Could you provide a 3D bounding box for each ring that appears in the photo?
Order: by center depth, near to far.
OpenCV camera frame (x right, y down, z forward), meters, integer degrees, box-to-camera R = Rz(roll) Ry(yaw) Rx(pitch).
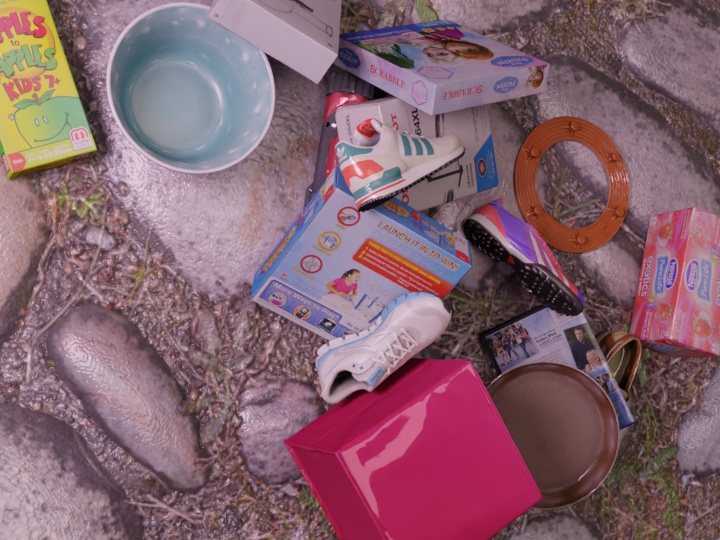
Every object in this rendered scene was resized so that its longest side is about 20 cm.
[{"bbox_3d":[0.312,-0.126,1.533,0.199,0.019,0.202,3,83,-23],"label":"ring"}]

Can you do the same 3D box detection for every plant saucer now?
[{"bbox_3d":[0.246,0.220,1.424,0.199,0.032,0.202,0,93,4],"label":"plant saucer"}]

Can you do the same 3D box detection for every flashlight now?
[{"bbox_3d":[-0.023,-0.153,1.363,0.068,0.068,0.201,12,79,-25],"label":"flashlight"}]

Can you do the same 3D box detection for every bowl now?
[{"bbox_3d":[-0.213,-0.206,1.263,0.200,0.105,0.202,3,83,-24],"label":"bowl"}]

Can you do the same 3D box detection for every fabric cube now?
[{"bbox_3d":[0.059,0.242,1.288,0.199,0.200,0.197,-33,99,-21],"label":"fabric cube"}]

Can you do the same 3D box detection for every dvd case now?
[{"bbox_3d":[0.268,0.147,1.444,0.142,0.018,0.201,-26,91,5],"label":"dvd case"}]

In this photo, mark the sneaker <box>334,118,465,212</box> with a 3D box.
[{"bbox_3d":[0.046,-0.143,1.229,0.199,0.070,0.094,-33,94,-44],"label":"sneaker"}]

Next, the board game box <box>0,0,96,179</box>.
[{"bbox_3d":[-0.388,-0.217,1.218,0.101,0.048,0.201,-19,93,-24],"label":"board game box"}]

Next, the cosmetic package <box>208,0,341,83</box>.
[{"bbox_3d":[-0.098,-0.327,1.292,0.150,0.052,0.201,30,32,-20],"label":"cosmetic package"}]

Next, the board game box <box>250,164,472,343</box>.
[{"bbox_3d":[0.000,0.000,1.295,0.199,0.196,0.056,29,31,-19],"label":"board game box"}]

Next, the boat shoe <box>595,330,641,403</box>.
[{"bbox_3d":[0.338,0.174,1.484,0.075,0.074,0.201,28,74,-19],"label":"boat shoe"}]

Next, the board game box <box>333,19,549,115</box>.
[{"bbox_3d":[0.101,-0.264,1.346,0.199,0.199,0.041,-18,128,-36],"label":"board game box"}]

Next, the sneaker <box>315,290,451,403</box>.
[{"bbox_3d":[0.030,0.103,1.282,0.075,0.200,0.087,44,25,-25],"label":"sneaker"}]

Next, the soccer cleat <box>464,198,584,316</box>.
[{"bbox_3d":[0.233,-0.021,1.428,0.200,0.068,0.073,41,65,18],"label":"soccer cleat"}]

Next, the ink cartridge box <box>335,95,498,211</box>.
[{"bbox_3d":[0.076,-0.156,1.358,0.199,0.084,0.147,-21,106,-40],"label":"ink cartridge box"}]

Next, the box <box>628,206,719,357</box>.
[{"bbox_3d":[0.475,0.020,1.545,0.094,0.103,0.201,18,79,-21],"label":"box"}]
